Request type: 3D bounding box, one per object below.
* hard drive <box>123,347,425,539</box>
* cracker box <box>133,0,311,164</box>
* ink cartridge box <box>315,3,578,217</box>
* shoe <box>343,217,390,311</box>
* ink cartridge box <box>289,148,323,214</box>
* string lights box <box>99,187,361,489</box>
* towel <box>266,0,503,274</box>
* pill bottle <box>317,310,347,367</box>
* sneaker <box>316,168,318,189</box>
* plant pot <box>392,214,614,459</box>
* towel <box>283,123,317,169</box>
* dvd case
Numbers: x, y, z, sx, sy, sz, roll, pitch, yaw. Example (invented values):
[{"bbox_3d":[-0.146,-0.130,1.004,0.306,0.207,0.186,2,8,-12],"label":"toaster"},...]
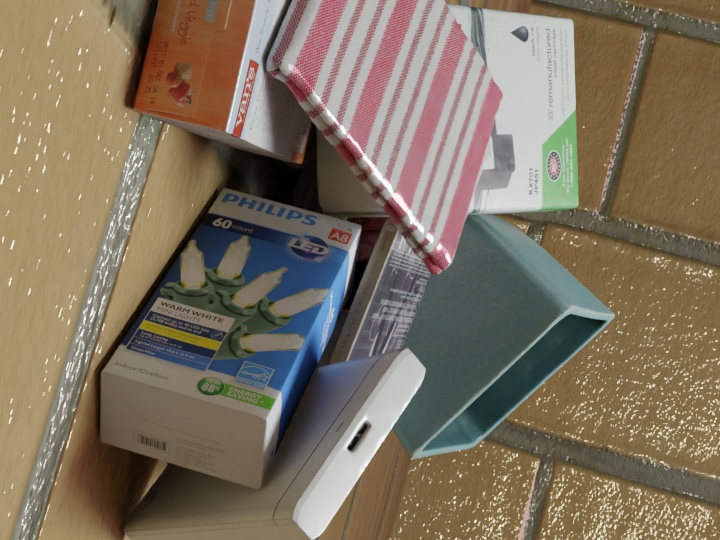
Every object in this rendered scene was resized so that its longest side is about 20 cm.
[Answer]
[{"bbox_3d":[-0.058,0.114,0.840,0.199,0.027,0.132,-18,-151,52],"label":"hard drive"},{"bbox_3d":[-0.063,-0.141,0.785,0.200,0.057,0.135,4,100,-82],"label":"cracker box"},{"bbox_3d":[0.066,-0.112,0.964,0.199,0.083,0.148,-6,95,-45],"label":"ink cartridge box"},{"bbox_3d":[0.000,0.000,1.081,0.091,0.071,0.200,-58,-179,-28],"label":"shoe"},{"bbox_3d":[-0.034,-0.071,1.138,0.174,0.043,0.202,122,-15,-73],"label":"ink cartridge box"},{"bbox_3d":[-0.075,0.035,0.838,0.201,0.102,0.059,-66,168,-51],"label":"string lights box"},{"bbox_3d":[0.019,-0.112,0.812,0.200,0.030,0.147,49,48,-39],"label":"towel"},{"bbox_3d":[-0.044,0.091,1.099,0.200,0.110,0.112,73,33,-74],"label":"pill bottle"},{"bbox_3d":[0.035,-0.128,1.037,0.075,0.104,0.202,-27,-136,55],"label":"sneaker"},{"bbox_3d":[0.084,0.031,1.253,0.196,0.200,0.196,-44,162,13],"label":"plant pot"},{"bbox_3d":[-0.037,-0.178,0.978,0.132,0.034,0.202,12,93,-80],"label":"towel"},{"bbox_3d":[0.003,0.065,0.960,0.202,0.016,0.149,-69,165,2],"label":"dvd case"}]
